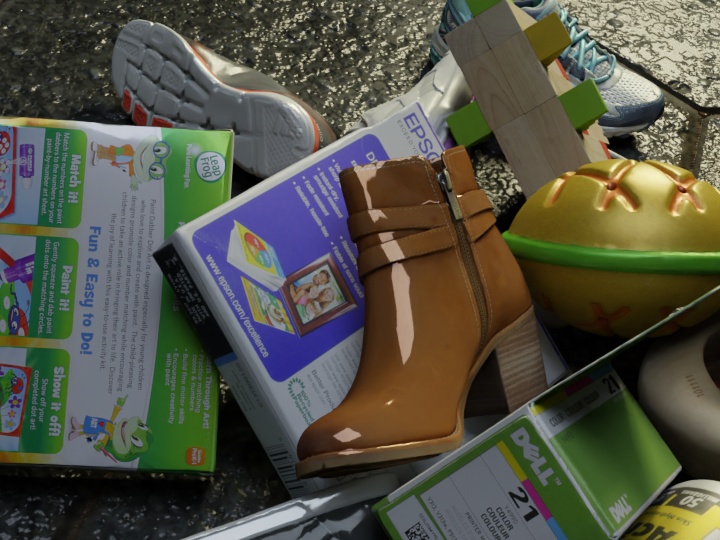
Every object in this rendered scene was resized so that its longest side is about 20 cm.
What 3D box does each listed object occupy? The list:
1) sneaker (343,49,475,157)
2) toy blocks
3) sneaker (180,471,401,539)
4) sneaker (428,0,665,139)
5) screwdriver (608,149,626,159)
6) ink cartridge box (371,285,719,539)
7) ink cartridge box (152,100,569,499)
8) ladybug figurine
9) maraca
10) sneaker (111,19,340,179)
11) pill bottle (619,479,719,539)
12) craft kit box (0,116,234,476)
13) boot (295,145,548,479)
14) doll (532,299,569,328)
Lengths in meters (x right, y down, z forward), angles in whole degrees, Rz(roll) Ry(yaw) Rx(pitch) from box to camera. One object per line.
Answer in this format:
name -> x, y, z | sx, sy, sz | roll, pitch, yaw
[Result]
sneaker -> 0.043, -0.116, 1.006 | 0.099, 0.075, 0.200 | 2, 31, 18
toy blocks -> 0.133, -0.104, 0.963 | 0.200, 0.100, 0.137 | 65, 19, 10
sneaker -> -0.056, 0.180, 0.668 | 0.200, 0.071, 0.099 | -20, 70, -8
sneaker -> 0.148, -0.170, 1.074 | 0.200, 0.086, 0.078 | 23, 45, 15
screwdriver -> 0.190, -0.093, 1.034 | 0.200, 0.029, 0.028 | 28, 60, 17
ink cartridge box -> 0.124, 0.084, 0.668 | 0.076, 0.200, 0.148 | 57, 23, 10
ink cartridge box -> 0.007, 0.027, 0.787 | 0.200, 0.043, 0.198 | -32, 95, -36
ladybug figurine -> 0.260, 0.081, 0.829 | 0.199, 0.072, 0.136 | -7, 44, -16
maraca -> 0.184, -0.012, 0.816 | 0.199, 0.107, 0.137 | 2, 11, -2
sneaker -> -0.100, -0.122, 1.008 | 0.200, 0.077, 0.082 | 34, 21, 24
pill bottle -> 0.126, 0.193, 0.654 | 0.200, 0.111, 0.111 | -27, 53, -34
craft kit box -> -0.175, 0.013, 0.770 | 0.197, 0.049, 0.201 | 4, 79, -4
boot -> 0.021, 0.018, 0.720 | 0.200, 0.077, 0.156 | -19, 92, -41
doll -> 0.205, 0.001, 0.919 | 0.200, 0.049, 0.136 | -11, 24, -17
